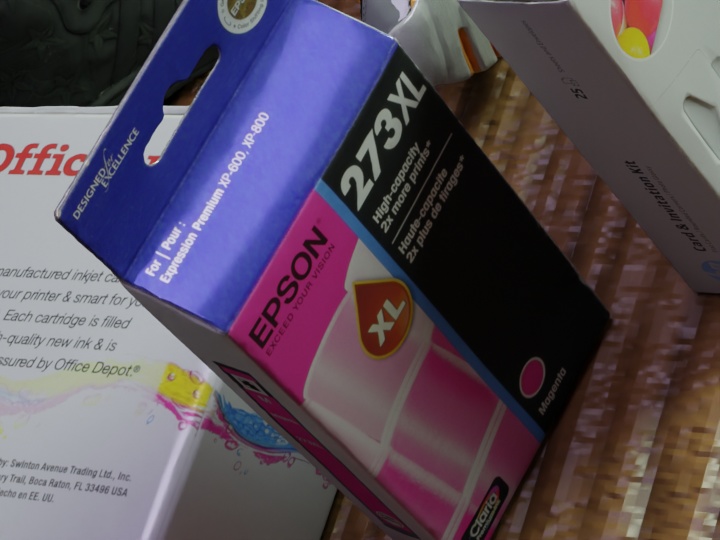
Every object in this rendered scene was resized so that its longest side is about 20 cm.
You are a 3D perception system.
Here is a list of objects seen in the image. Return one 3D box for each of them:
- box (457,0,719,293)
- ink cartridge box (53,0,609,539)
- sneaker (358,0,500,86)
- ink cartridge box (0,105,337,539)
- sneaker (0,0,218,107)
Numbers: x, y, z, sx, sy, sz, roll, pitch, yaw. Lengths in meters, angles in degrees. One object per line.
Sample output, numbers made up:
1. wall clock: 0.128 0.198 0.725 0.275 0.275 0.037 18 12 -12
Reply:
1. box: 0.114 -0.115 0.763 0.041 0.156 0.200 4 62 38
2. ink cartridge box: 0.000 0.000 0.724 0.037 0.200 0.095 17 70 40
3. sneaker: 0.010 -0.132 0.892 0.077 0.078 0.200 -9 43 11
4. ink cartridge box: -0.084 0.053 0.821 0.145 0.084 0.200 3 61 34
5. sneaker: -0.102 -0.103 0.928 0.200 0.104 0.060 -39 46 4
